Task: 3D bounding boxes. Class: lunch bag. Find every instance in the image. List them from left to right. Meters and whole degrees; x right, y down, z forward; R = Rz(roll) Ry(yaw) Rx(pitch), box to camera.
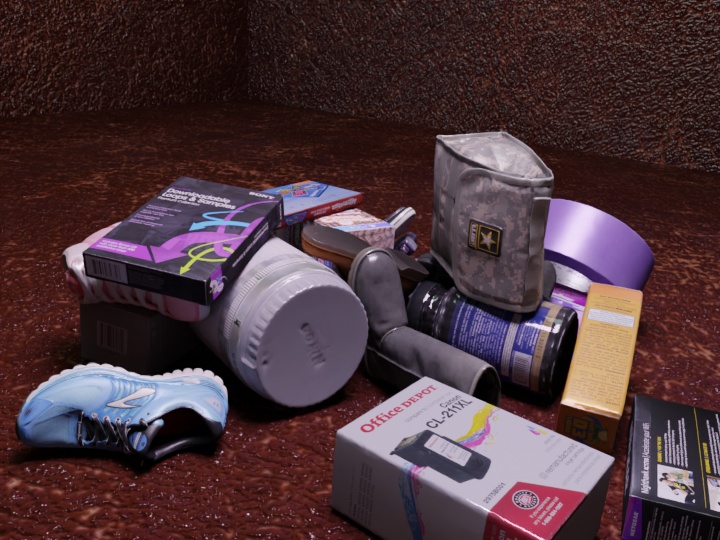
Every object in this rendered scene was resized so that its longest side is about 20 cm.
[{"bbox_3d":[0.161,-0.062,0.842,0.116,0.166,0.200,-6,26,-12],"label":"lunch bag"}]

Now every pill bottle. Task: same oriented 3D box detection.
[{"bbox_3d":[0.161,0.077,0.873,0.199,0.113,0.112,15,22,27],"label":"pill bottle"}]

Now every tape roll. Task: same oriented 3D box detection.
[{"bbox_3d":[0.320,-0.012,1.029,0.199,0.085,0.200,29,-14,8],"label":"tape roll"}]

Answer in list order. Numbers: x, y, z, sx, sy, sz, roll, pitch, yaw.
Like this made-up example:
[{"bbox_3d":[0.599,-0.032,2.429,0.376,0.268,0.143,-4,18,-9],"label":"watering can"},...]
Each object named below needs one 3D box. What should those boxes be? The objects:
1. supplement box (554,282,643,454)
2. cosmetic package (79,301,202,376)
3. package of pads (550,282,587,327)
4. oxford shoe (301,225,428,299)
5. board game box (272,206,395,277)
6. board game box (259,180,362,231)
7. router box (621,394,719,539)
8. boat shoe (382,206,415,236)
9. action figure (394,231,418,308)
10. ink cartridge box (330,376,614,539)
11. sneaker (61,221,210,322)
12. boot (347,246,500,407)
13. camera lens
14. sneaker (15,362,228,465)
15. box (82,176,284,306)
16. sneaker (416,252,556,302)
[{"bbox_3d":[0.274,0.104,0.793,0.068,0.067,0.201,11,42,19],"label":"supplement box"},{"bbox_3d":[-0.253,0.052,0.899,0.106,0.091,0.200,13,18,20],"label":"cosmetic package"},{"bbox_3d":[0.268,0.066,0.982,0.199,0.076,0.120,21,28,39],"label":"package of pads"},{"bbox_3d":[0.000,0.000,0.870,0.199,0.072,0.071,22,19,-38],"label":"oxford shoe"},{"bbox_3d":[-0.049,-0.011,1.002,0.096,0.161,0.200,-8,24,-31],"label":"board game box"},{"bbox_3d":[-0.096,-0.091,0.948,0.102,0.020,0.199,19,25,31],"label":"board game box"},{"bbox_3d":[0.333,0.197,0.665,0.148,0.052,0.200,10,20,20],"label":"router box"},{"bbox_3d":[0.001,-0.054,1.120,0.199,0.063,0.074,-31,-4,31],"label":"boat shoe"},{"bbox_3d":[0.064,0.007,1.055,0.069,0.131,0.200,-35,6,16],"label":"action figure"},{"bbox_3d":[0.093,0.184,0.604,0.199,0.084,0.145,19,25,35],"label":"ink cartridge box"},{"bbox_3d":[-0.260,0.016,0.780,0.199,0.076,0.104,30,42,33],"label":"sneaker"},{"bbox_3d":[0.067,0.079,0.767,0.072,0.183,0.200,-20,24,-22],"label":"boot"},{"bbox_3d":[-0.104,0.050,0.818,0.159,0.162,0.200,-9,24,-34],"label":"camera lens"},{"bbox_3d":[-0.223,0.141,0.668,0.198,0.079,0.090,-3,24,-19],"label":"sneaker"},{"bbox_3d":[-0.186,-0.041,0.773,0.142,0.036,0.200,12,32,13],"label":"box"},{"bbox_3d":[0.173,0.008,0.958,0.198,0.076,0.091,16,49,25],"label":"sneaker"}]
